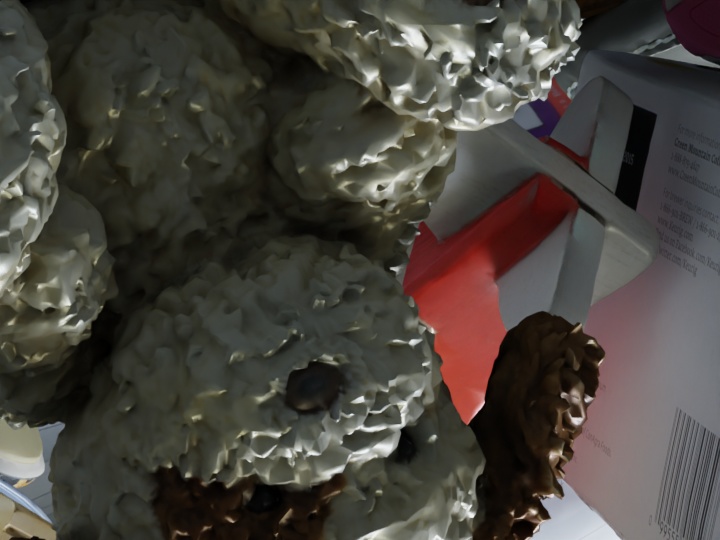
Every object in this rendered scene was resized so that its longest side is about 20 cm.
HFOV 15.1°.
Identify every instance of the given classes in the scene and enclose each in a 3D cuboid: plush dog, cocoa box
[{"bbox_3d":[-0.038,0.014,0.645,0.200,0.172,0.160,-20,175,-24],"label":"plush dog"},{"bbox_3d":[0.142,0.019,0.793,0.131,0.134,0.200,8,-171,-15],"label":"cocoa box"}]

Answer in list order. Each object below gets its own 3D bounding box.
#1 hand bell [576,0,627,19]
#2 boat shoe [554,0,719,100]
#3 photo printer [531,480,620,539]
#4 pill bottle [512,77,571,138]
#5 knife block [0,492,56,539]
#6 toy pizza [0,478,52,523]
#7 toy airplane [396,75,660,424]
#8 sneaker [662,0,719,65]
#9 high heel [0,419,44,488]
[{"bbox_3d":[0.093,-0.093,0.714,0.104,0.104,0.200,-18,-173,-36],"label":"hand bell"},{"bbox_3d":[0.158,-0.095,0.930,0.201,0.060,0.072,-21,175,-8],"label":"boat shoe"},{"bbox_3d":[0.036,0.044,1.099,0.166,0.200,0.069,-22,175,-5],"label":"photo printer"},{"bbox_3d":[0.000,0.000,0.990,0.200,0.112,0.111,-19,174,-21],"label":"pill bottle"},{"bbox_3d":[-0.133,0.095,0.843,0.064,0.200,0.175,-61,-156,-9],"label":"knife block"},{"bbox_3d":[-0.222,0.097,1.130,0.200,0.032,0.200,5,150,3],"label":"toy pizza"},{"bbox_3d":[-0.003,0.014,0.786,0.141,0.199,0.200,21,-176,-3],"label":"toy airplane"},{"bbox_3d":[0.188,-0.110,0.822,0.200,0.074,0.087,-27,168,6],"label":"sneaker"},{"bbox_3d":[-0.210,0.078,1.207,0.142,0.072,0.200,-19,176,14],"label":"high heel"}]
